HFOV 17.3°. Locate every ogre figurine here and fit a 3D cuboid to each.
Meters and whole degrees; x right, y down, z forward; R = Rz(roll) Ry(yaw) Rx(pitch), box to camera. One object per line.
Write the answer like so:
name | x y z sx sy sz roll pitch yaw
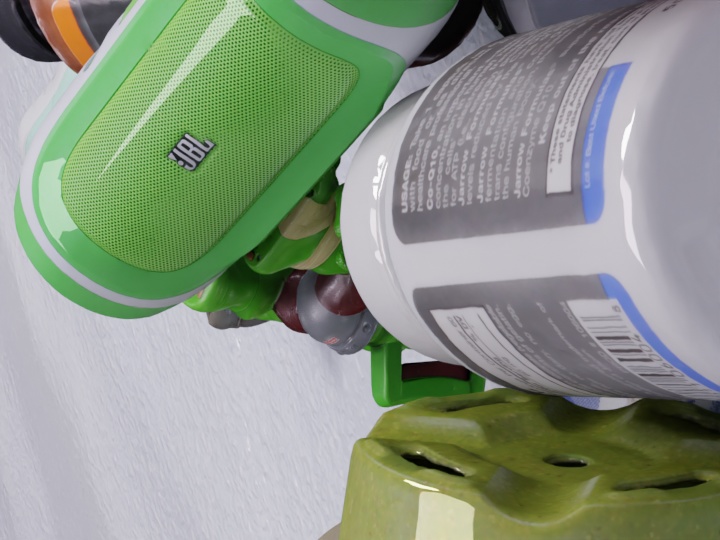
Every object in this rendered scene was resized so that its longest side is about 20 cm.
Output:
ogre figurine | 0.000 0.000 0.913 0.200 0.120 0.098 -38 44 45

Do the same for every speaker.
speaker | -0.044 -0.064 0.802 0.200 0.088 0.089 -46 58 43

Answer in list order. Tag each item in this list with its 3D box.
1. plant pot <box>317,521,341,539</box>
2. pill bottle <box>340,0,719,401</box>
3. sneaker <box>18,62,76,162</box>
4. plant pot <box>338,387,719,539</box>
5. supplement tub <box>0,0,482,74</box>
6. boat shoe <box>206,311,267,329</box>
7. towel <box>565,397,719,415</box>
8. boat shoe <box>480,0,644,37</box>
plant pot | 0.029 0.165 0.934 0.200 0.187 0.188 -120 19 -75
pill bottle | 0.076 -0.019 0.692 0.200 0.114 0.114 -3 101 66
sneaker | -0.156 -0.053 1.420 0.200 0.074 0.118 119 139 -61
plant pot | 0.060 0.139 0.727 0.200 0.200 0.184 -152 60 -66
supplement tub | -0.055 -0.123 0.907 0.200 0.107 0.107 -1 105 38
boat shoe | -0.075 -0.069 1.202 0.072 0.060 0.202 138 116 -69
towel | 0.119 0.062 0.796 0.147 0.024 0.200 93 155 -43
boat shoe | 0.050 -0.161 0.772 0.066 0.070 0.200 23 132 66
